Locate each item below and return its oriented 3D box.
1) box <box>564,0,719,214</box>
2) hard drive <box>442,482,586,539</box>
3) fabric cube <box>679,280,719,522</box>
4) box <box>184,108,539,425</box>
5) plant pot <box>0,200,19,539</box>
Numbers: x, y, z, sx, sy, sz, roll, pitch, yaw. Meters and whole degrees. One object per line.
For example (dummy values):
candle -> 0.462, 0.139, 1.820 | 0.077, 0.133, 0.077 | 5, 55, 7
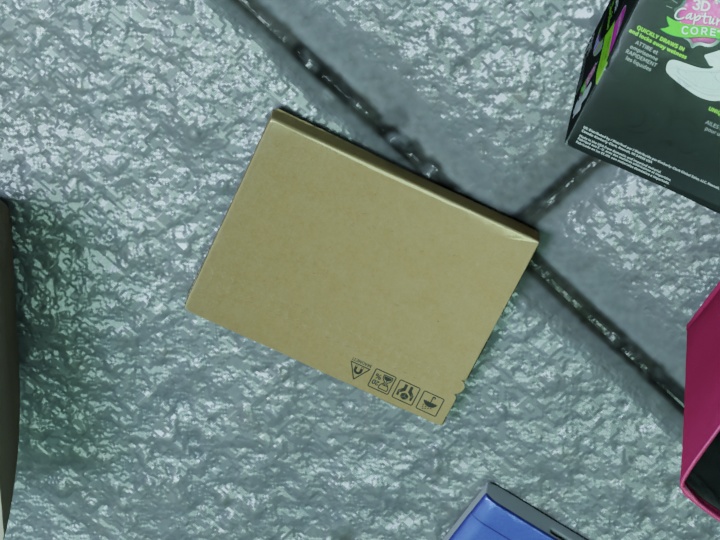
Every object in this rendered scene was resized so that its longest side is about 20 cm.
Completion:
box -> 0.222, -0.162, 1.556 | 0.124, 0.149, 0.201 | 24, 119, -3
hard drive -> 0.092, 0.260, 1.868 | 0.131, 0.025, 0.200 | 31, 117, -8
fabric cube -> 0.328, 0.063, 1.610 | 0.195, 0.200, 0.201 | 30, 118, -8
box -> 0.000, 0.000, 1.747 | 0.199, 0.021, 0.164 | 25, 118, -4
plant pot -> -0.317, 0.047, 1.731 | 0.198, 0.177, 0.201 | 5, 119, 7
